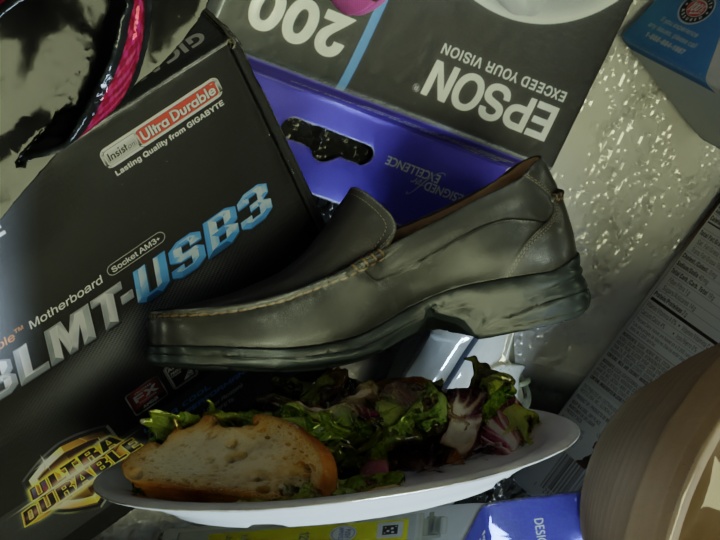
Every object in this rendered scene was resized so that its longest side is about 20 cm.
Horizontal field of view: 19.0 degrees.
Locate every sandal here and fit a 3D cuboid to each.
[{"bbox_3d":[-0.117,-0.079,0.804,0.075,0.045,0.200,38,90,-14],"label":"sandal"}]

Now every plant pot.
[{"bbox_3d":[0.167,0.108,0.991,0.201,0.093,0.201,-19,118,-40],"label":"plant pot"}]

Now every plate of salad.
[{"bbox_3d":[-0.011,0.066,0.881,0.200,0.200,0.048,-9,95,-24],"label":"plate of salad"}]

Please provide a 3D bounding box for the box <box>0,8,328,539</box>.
[{"bbox_3d":[-0.110,0.012,0.919,0.200,0.050,0.199,-34,137,-10],"label":"box"}]

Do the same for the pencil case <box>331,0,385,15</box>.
[{"bbox_3d":[-0.041,-0.196,0.833,0.200,0.094,0.091,40,46,-17],"label":"pencil case"}]

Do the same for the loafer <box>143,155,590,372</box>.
[{"bbox_3d":[0.000,0.000,0.920,0.200,0.073,0.072,-11,96,-24],"label":"loafer"}]

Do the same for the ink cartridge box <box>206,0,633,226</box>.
[{"bbox_3d":[0.022,-0.117,0.958,0.198,0.043,0.200,18,104,-32],"label":"ink cartridge box"}]

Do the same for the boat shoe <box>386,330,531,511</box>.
[{"bbox_3d":[0.048,0.057,1.025,0.067,0.074,0.200,28,110,-7],"label":"boat shoe"}]

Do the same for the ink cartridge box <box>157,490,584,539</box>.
[{"bbox_3d":[0.017,0.203,1.039,0.200,0.047,0.198,-5,120,10],"label":"ink cartridge box"}]

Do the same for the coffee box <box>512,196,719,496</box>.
[{"bbox_3d":[0.189,0.065,1.102,0.113,0.080,0.200,35,93,-32],"label":"coffee box"}]

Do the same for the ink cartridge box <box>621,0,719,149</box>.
[{"bbox_3d":[0.245,-0.136,1.004,0.200,0.145,0.084,-46,123,-2],"label":"ink cartridge box"}]
